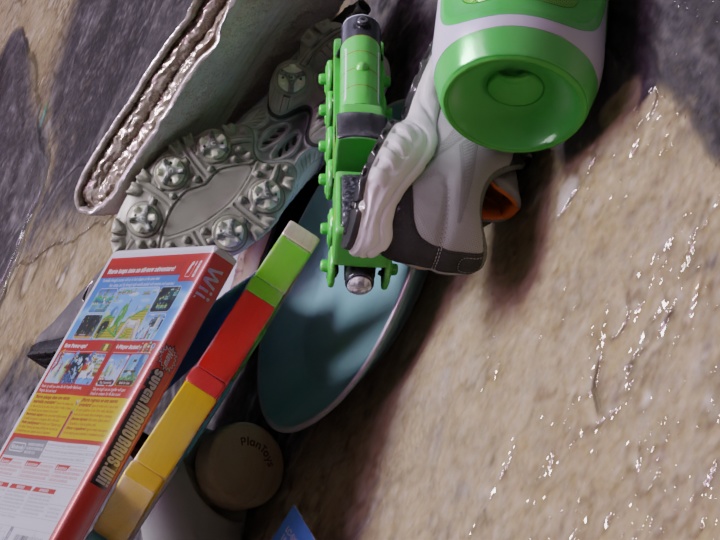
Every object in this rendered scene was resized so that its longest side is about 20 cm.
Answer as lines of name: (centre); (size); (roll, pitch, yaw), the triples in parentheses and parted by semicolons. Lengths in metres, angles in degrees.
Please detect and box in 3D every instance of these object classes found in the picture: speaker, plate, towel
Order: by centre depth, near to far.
speaker: (0.084, -0.158, 1.317); (0.088, 0.088, 0.201); (-44, 30, 46)
plate: (0.000, 0.000, 1.452); (0.200, 0.026, 0.201); (-51, 26, 37)
towel: (-0.083, -0.113, 1.556); (0.200, 0.034, 0.132); (-55, -20, 15)

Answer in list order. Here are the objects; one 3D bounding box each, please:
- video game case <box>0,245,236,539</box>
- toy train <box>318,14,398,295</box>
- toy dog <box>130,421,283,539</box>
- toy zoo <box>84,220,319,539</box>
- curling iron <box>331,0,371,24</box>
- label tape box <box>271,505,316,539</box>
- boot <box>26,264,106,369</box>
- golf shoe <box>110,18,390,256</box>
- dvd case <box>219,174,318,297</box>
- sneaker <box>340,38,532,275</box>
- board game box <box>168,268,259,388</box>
video game case: (-0.146, 0.077, 1.379); (0.143, 0.017, 0.200); (-2, 57, 63)
toy train: (-0.001, -0.067, 1.413); (0.200, 0.042, 0.057); (-91, 5, -48)
toy dog: (-0.117, 0.162, 1.464); (0.132, 0.096, 0.201); (-45, 29, 45)
toy zoo: (-0.092, 0.077, 1.385); (0.200, 0.020, 0.131); (-58, 0, -25)
curling iron: (-0.055, -0.116, 1.654); (0.200, 0.025, 0.050); (-42, 29, 46)
label tape box: (-0.081, 0.230, 1.317); (0.200, 0.063, 0.144); (-61, 33, 17)
boot: (-0.156, 0.009, 1.779); (0.200, 0.070, 0.132); (-21, 44, 61)
golf shoe: (-0.063, -0.058, 1.552); (0.200, 0.078, 0.097); (-40, -8, -12)
dvd case: (-0.066, -0.040, 1.666); (0.143, 0.018, 0.201); (-4, 64, 68)
sneaker: (0.054, -0.066, 1.340); (0.074, 0.079, 0.200); (109, -176, -46)
board game box: (-0.130, 0.048, 1.501); (0.158, 0.039, 0.200); (-41, -5, -17)
